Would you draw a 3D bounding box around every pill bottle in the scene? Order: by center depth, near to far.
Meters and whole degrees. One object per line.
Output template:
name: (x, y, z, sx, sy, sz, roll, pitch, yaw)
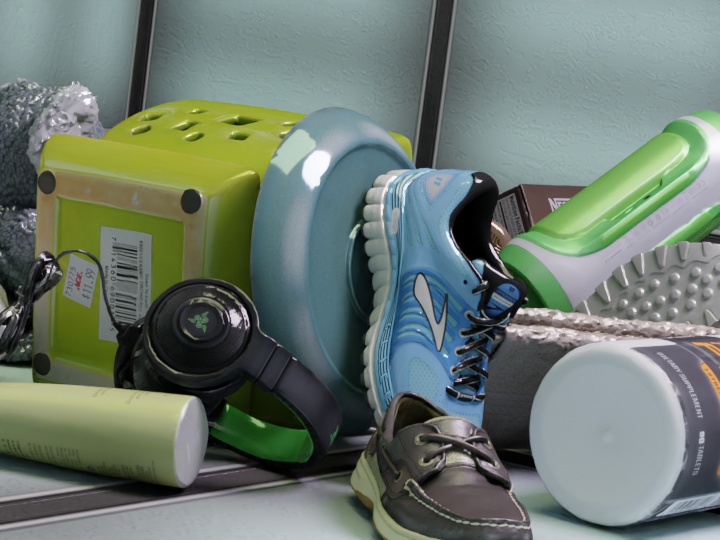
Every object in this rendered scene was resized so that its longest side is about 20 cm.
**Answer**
pill bottle: (0.195, 0.092, 1.330, 0.106, 0.107, 0.200, 12, 8, 36)

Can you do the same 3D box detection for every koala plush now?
koala plush: (-0.234, -0.041, 1.605, 0.183, 0.201, 0.177, 5, 7, -23)

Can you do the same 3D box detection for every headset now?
headset: (-0.107, 0.059, 1.258, 0.200, 0.094, 0.123, 35, -26, -8)

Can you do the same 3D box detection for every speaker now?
speaker: (0.190, -0.032, 1.581, 0.200, 0.089, 0.088, -36, 23, -18)

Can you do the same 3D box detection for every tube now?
tube: (-0.186, 0.082, 1.234, 0.199, 0.058, 0.052, 5, 39, 17)

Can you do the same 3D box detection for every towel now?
towel: (0.135, 0.073, 1.422, 0.199, 0.035, 0.133, 5, -34, -29)

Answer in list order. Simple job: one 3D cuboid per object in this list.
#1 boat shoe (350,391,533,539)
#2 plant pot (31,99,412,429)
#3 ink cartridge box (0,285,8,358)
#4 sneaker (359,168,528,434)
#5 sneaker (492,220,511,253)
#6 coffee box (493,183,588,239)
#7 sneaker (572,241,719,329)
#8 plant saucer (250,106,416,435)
boat shoe: (0.041, 0.108, 1.176, 0.073, 0.065, 0.200, 7, 7, -19)
plant pot: (-0.099, 0.002, 1.433, 0.198, 0.201, 0.181, 12, 13, 34)
ink cartridge box: (-0.291, -0.003, 1.385, 0.084, 0.145, 0.200, -37, 13, -5)
sneaker: (0.054, 0.031, 1.306, 0.090, 0.201, 0.078, -12, -15, 30)
sneaker: (0.022, 0.018, 1.671, 0.199, 0.071, 0.112, -21, -12, 4)
coffee box: (0.095, 0.003, 1.768, 0.200, 0.080, 0.113, -25, -16, 37)
sneaker: (0.193, 0.048, 1.508, 0.200, 0.077, 0.080, -32, -39, 29)
plant saucer: (0.000, 0.000, 1.352, 0.027, 0.201, 0.200, -2, 0, 31)
